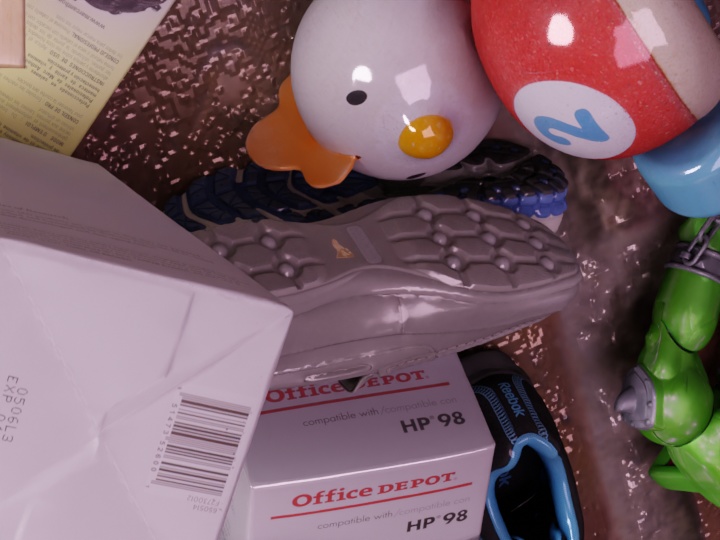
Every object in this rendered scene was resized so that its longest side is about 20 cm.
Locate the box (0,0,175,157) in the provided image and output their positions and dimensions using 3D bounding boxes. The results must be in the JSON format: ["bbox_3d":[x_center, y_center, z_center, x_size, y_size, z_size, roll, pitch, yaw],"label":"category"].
[{"bbox_3d":[-0.124,-0.115,0.932,0.075,0.050,0.201,30,101,-27],"label":"box"}]

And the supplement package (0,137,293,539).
[{"bbox_3d":[-0.132,0.026,0.837,0.119,0.200,0.122,13,101,-31],"label":"supplement package"}]

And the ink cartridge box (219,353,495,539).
[{"bbox_3d":[-0.007,0.105,1.017,0.115,0.067,0.201,-9,135,-14],"label":"ink cartridge box"}]

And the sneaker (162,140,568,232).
[{"bbox_3d":[0.000,0.000,1.009,0.198,0.077,0.086,-5,118,-16],"label":"sneaker"}]

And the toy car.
[{"bbox_3d":[0.041,-0.088,0.943,0.199,0.178,0.184,-33,131,12],"label":"toy car"}]

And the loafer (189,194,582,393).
[{"bbox_3d":[0.001,0.014,0.940,0.198,0.070,0.070,-4,134,-25],"label":"loafer"}]

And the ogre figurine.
[{"bbox_3d":[0.202,0.065,1.096,0.120,0.098,0.200,-52,134,-12],"label":"ogre figurine"}]

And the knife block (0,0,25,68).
[{"bbox_3d":[-0.158,-0.198,0.820,0.063,0.201,0.176,-2,142,-17],"label":"knife block"}]

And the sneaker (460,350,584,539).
[{"bbox_3d":[0.073,0.143,1.088,0.073,0.082,0.202,-18,118,-12],"label":"sneaker"}]
